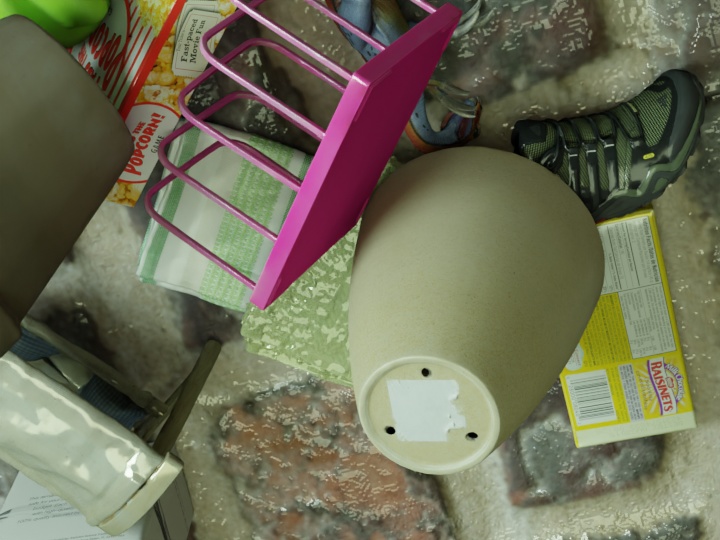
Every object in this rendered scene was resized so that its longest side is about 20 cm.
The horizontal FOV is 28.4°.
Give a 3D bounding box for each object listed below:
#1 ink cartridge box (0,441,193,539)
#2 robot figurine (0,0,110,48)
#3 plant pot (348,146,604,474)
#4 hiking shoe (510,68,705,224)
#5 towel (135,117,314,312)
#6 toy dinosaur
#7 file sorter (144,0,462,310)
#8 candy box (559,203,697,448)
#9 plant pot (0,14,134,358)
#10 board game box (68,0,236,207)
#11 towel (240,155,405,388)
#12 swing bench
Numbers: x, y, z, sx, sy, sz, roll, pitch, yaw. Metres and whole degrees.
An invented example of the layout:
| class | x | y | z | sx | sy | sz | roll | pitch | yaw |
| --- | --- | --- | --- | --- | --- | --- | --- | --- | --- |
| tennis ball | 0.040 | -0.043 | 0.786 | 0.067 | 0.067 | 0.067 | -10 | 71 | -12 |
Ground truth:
| class | x | y | z | sx | sy | sz | roll | pitch | yaw |
| --- | --- | --- | --- | --- | --- | --- | --- | --- | --- |
| ink cartridge box | -0.230 | 0.238 | 1.177 | 0.145 | 0.200 | 0.084 | -9 | 116 | 9 |
| robot figurine | -0.255 | -0.207 | 0.998 | 0.200 | 0.176 | 0.116 | 0 | 154 | 40 |
| plant pot | 0.064 | 0.042 | 0.980 | 0.187 | 0.200 | 0.188 | 7 | 122 | 12 |
| hiking shoe | 0.163 | -0.083 | 1.046 | 0.200 | 0.076 | 0.101 | -44 | 123 | 9 |
| towel | -0.069 | -0.027 | 1.136 | 0.199 | 0.031 | 0.150 | 18 | 115 | -4 |
| toy dinosaur | 0.026 | -0.174 | 1.057 | 0.200 | 0.105 | 0.182 | 19 | 131 | 33 |
| file sorter | -0.048 | -0.106 | 0.963 | 0.125 | 0.139 | 0.200 | 35 | 129 | 8 |
| candy box | 0.204 | 0.047 | 1.148 | 0.102 | 0.026 | 0.201 | -12 | 113 | 10 |
| plant pot | -0.244 | -0.062 | 0.899 | 0.174 | 0.200 | 0.200 | -43 | 108 | -15 |
| board game box | -0.156 | -0.170 | 1.011 | 0.046 | 0.152 | 0.200 | 14 | 118 | -34 |
| towel | 0.000 | 0.000 | 1.114 | 0.148 | 0.037 | 0.200 | 21 | 112 | -7 |
| swing bench | -0.237 | 0.091 | 1.109 | 0.199 | 0.200 | 0.130 | 37 | 112 | -12 |
